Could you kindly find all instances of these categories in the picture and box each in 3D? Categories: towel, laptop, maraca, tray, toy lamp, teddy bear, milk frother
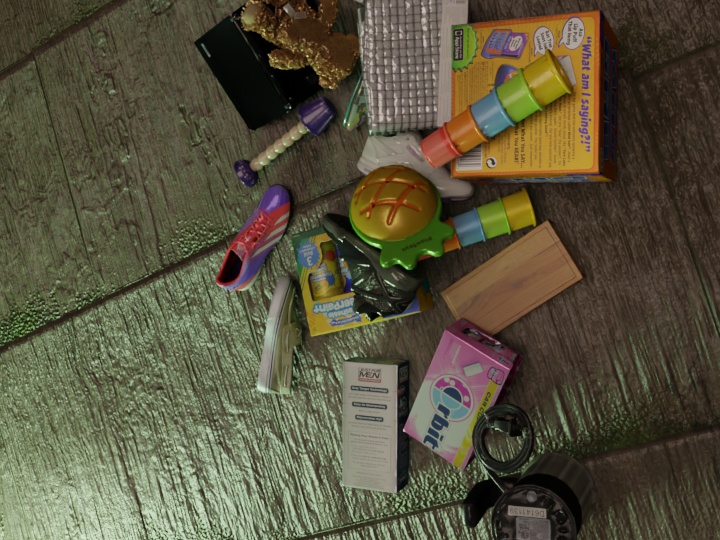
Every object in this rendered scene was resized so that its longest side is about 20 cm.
[{"bbox_3d":[0.081,-0.311,1.293,0.162,0.086,0.205,-4,91,0],"label":"towel"},{"bbox_3d":[-0.146,-0.358,1.418,0.198,0.103,0.179,-35,107,-2],"label":"laptop"},{"bbox_3d":[0.057,-0.077,1.227,0.135,0.108,0.201,-26,46,-2],"label":"maraca"},{"bbox_3d":[0.228,0.022,1.293,0.199,0.037,0.100,-36,78,22],"label":"tray"},{"bbox_3d":[-0.125,-0.217,1.429,0.198,0.058,0.059,-33,79,21],"label":"toy lamp"},{"bbox_3d":[-0.092,-0.376,1.345,0.196,0.067,0.148,17,90,-8],"label":"teddy bear"},{"bbox_3d":[0.245,0.287,1.214,0.177,0.187,0.204,17,99,21],"label":"milk frother"}]

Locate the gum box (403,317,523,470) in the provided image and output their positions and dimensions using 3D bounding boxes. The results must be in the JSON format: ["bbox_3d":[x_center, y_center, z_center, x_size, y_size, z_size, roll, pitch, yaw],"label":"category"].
[{"bbox_3d":[0.155,0.182,1.293,0.112,0.066,0.203,30,117,21],"label":"gum box"}]

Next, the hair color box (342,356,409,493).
[{"bbox_3d":[0.025,0.245,1.379,0.098,0.060,0.205,2,93,23],"label":"hair color box"}]

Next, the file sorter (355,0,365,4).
[{"bbox_3d":[-0.071,-0.536,1.354,0.198,0.124,0.141,28,102,21],"label":"file sorter"}]

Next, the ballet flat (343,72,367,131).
[{"bbox_3d":[0.030,-0.314,1.357,0.070,0.069,0.204,16,99,3],"label":"ballet flat"}]

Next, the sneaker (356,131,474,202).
[{"bbox_3d":[0.088,-0.168,1.325,0.197,0.075,0.102,22,102,21],"label":"sneaker"}]

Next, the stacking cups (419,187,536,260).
[{"bbox_3d":[0.161,-0.060,1.280,0.197,0.060,0.062,-21,84,8],"label":"stacking cups"}]

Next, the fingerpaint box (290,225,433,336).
[{"bbox_3d":[0.001,0.002,1.372,0.196,0.073,0.171,-13,87,24],"label":"fingerpaint box"}]

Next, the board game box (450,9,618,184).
[{"bbox_3d":[0.245,-0.226,1.185,0.196,0.199,0.205,1,93,24],"label":"board game box"}]

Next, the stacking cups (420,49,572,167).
[{"bbox_3d":[0.166,-0.192,1.075,0.198,0.060,0.061,-33,79,23],"label":"stacking cups"}]

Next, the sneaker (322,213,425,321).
[{"bbox_3d":[0.000,0.000,1.290,0.199,0.076,0.116,40,117,26],"label":"sneaker"}]

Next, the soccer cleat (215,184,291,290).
[{"bbox_3d":[-0.180,-0.053,1.450,0.068,0.073,0.202,35,106,18],"label":"soccer cleat"}]

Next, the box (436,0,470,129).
[{"bbox_3d":[0.134,-0.304,1.228,0.041,0.039,0.205,2,91,13],"label":"box"}]

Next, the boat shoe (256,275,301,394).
[{"bbox_3d":[-0.129,0.110,1.448,0.061,0.072,0.204,10,101,-2],"label":"boat shoe"}]
